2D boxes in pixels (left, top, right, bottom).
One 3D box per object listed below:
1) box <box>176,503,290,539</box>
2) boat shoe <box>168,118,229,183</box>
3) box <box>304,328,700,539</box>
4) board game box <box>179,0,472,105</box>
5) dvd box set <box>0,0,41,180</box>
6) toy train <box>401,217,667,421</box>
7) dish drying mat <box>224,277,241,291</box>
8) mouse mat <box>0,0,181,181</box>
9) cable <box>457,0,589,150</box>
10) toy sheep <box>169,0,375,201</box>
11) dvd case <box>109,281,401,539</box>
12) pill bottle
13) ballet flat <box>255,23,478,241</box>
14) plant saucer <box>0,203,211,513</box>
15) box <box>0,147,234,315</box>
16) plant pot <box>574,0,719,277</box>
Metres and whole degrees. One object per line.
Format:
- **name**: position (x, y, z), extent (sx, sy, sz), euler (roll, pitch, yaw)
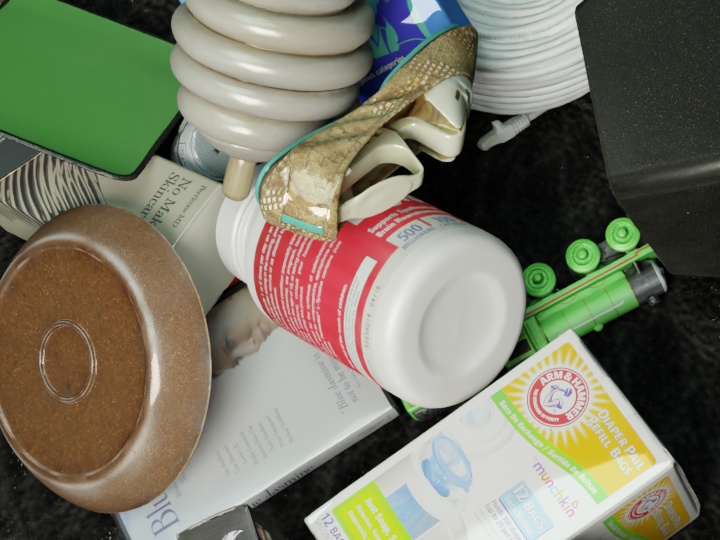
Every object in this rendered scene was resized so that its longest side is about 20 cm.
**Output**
- **box**: position (-0.031, 0.252, 1.244), extent (0.048, 0.158, 0.201), euler (-24, 60, 9)
- **boat shoe**: position (-0.063, -0.140, 1.485), extent (0.200, 0.074, 0.067), euler (-44, 20, -21)
- **box**: position (0.087, 0.146, 1.284), extent (0.200, 0.101, 0.113), euler (-35, 61, 1)
- **board game box**: position (-0.042, -0.197, 1.387), extent (0.152, 0.045, 0.200), euler (-29, 101, 21)
- **dvd box set**: position (-0.287, -0.109, 1.514), extent (0.146, 0.029, 0.200), euler (-32, 34, 14)
- **toy train**: position (0.106, 0.033, 1.367), extent (0.199, 0.042, 0.057), euler (-28, 70, 5)
- **dish drying mat**: position (-0.150, 0.013, 1.475), extent (0.200, 0.018, 0.077), euler (-33, 59, 1)
- **mouse mat**: position (-0.197, -0.130, 1.468), extent (0.160, 0.008, 0.200), euler (21, 31, 4)
- **cable**: position (0.111, -0.204, 1.455), extent (0.199, 0.069, 0.201), euler (-28, 60, 5)
- **toy sheep**: position (-0.052, -0.135, 1.310), extent (0.137, 0.138, 0.201), euler (20, 114, 26)
- **dvd case**: position (-0.089, 0.089, 1.419), extent (0.200, 0.018, 0.143), euler (-33, 61, 3)
- **pill bottle**: position (0.000, 0.000, 1.337), extent (0.200, 0.112, 0.112), euler (28, 77, 46)
- **ballet flat**: position (0.023, -0.077, 1.295), extent (0.065, 0.071, 0.200), euler (34, 57, 24)
- **plant saucer**: position (-0.179, 0.058, 1.388), extent (0.200, 0.034, 0.201), euler (3, 94, 38)
- **box**: position (-0.170, -0.042, 1.459), extent (0.200, 0.068, 0.082), euler (22, 70, 36)
- **plant pot**: position (0.240, -0.103, 1.302), extent (0.177, 0.200, 0.200), euler (-17, 62, 19)
